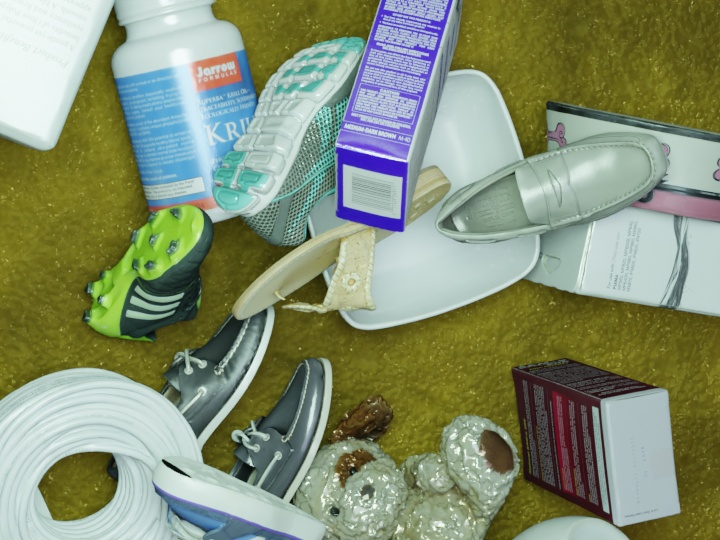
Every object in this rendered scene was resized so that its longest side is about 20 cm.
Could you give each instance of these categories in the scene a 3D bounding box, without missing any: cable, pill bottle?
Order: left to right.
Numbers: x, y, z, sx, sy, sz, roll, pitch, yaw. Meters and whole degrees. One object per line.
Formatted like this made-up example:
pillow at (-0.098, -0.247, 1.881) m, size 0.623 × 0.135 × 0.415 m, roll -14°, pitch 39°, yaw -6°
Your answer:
cable at (-0.224, 0.178, 1.348) m, size 0.200 × 0.069 × 0.200 m, roll -44°, pitch 116°, yaw -8°
pill bottle at (-0.142, -0.142, 1.378) m, size 0.112 × 0.112 × 0.200 m, roll -16°, pitch 100°, yaw -12°

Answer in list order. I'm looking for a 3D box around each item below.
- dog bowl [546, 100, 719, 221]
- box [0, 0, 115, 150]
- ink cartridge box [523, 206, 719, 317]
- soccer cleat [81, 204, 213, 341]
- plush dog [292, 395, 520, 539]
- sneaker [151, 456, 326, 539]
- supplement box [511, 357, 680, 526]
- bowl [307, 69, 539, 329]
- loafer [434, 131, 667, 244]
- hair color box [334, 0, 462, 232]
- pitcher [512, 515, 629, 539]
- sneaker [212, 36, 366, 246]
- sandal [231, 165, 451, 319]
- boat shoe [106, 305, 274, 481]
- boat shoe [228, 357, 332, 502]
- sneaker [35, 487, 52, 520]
dog bowl at (0.252, -0.093, 1.439) m, size 0.200 × 0.200 × 0.074 m, roll 10°, pitch 98°, yaw -15°
box at (-0.305, -0.206, 1.286) m, size 0.199 × 0.200 × 0.172 m, roll 23°, pitch 88°, yaw -16°
ink cartridge box at (0.262, -0.011, 1.477) m, size 0.200 × 0.144 × 0.084 m, roll 8°, pitch 93°, yaw -15°
soccer cleat at (-0.157, 0.004, 1.363) m, size 0.081 × 0.200 × 0.068 m, roll 17°, pitch 59°, yaw -26°
plush dog at (0.025, 0.211, 1.463) m, size 0.172 × 0.160 × 0.200 m, roll 25°, pitch 72°, yaw 2°
sneaker at (-0.119, 0.242, 1.337) m, size 0.200 × 0.081 × 0.147 m, roll 32°, pitch 85°, yaw -50°
supplement box at (0.201, 0.145, 1.448) m, size 0.061 × 0.200 × 0.109 m, roll -9°, pitch 98°, yaw -17°
bowl at (0.043, -0.063, 1.453) m, size 0.199 × 0.075 × 0.200 m, roll -18°, pitch 99°, yaw -11°
loafer at (0.153, -0.062, 1.355) m, size 0.200 × 0.070 × 0.070 m, roll -21°, pitch 92°, yaw 31°
hair color box at (0.032, -0.146, 1.337) m, size 0.065 × 0.109 × 0.200 m, roll 14°, pitch 62°, yaw 7°
pitcher at (0.163, 0.280, 1.430) m, size 0.121 × 0.200 × 0.172 m, roll 46°, pitch 42°, yaw 5°
sneaker at (-0.044, -0.103, 1.355) m, size 0.200 × 0.078 × 0.091 m, roll -58°, pitch 132°, yaw -25°
sandal at (0.000, -0.002, 1.363) m, size 0.212 × 0.078 × 0.070 m, roll -35°, pitch 75°, yaw -13°
boat shoe at (-0.145, 0.105, 1.428) m, size 0.060 × 0.074 × 0.200 m, roll 31°, pitch 96°, yaw -20°
boat shoe at (-0.084, 0.163, 1.447) m, size 0.063 × 0.073 × 0.200 m, roll 22°, pitch 95°, yaw -18°
sneaker at (-0.321, 0.209, 1.391) m, size 0.115 × 0.074 × 0.200 m, roll -24°, pitch 102°, yaw -14°
